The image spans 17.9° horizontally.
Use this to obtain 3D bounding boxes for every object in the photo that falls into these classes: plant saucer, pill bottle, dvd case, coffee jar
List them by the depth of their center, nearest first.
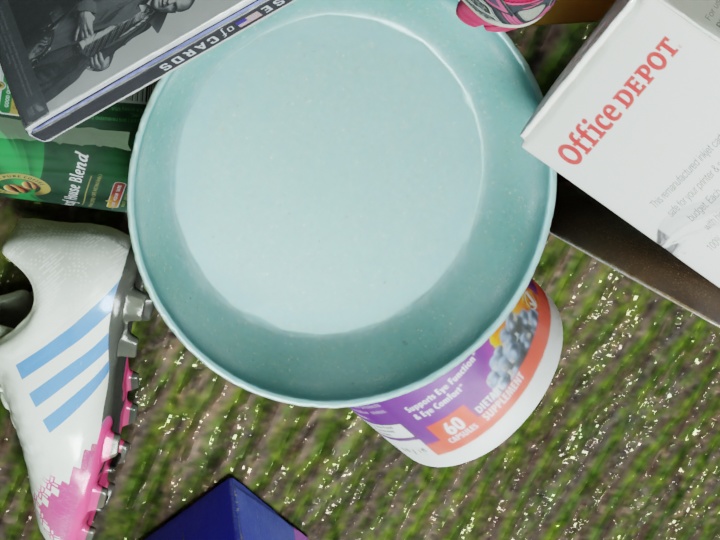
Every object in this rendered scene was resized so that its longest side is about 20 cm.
[{"bbox_3d":[-0.082,-0.167,0.981,0.199,0.151,0.025,-27,162,14],"label":"dvd case"},{"bbox_3d":[-0.010,-0.039,1.031,0.198,0.036,0.202,-4,105,-16],"label":"plant saucer"},{"bbox_3d":[-0.182,-0.081,1.052,0.198,0.086,0.104,7,165,-10],"label":"coffee jar"},{"bbox_3d":[0.164,0.006,1.117,0.199,0.200,0.032,27,93,-24],"label":"plant saucer"},{"bbox_3d":[0.000,0.000,1.129,0.111,0.112,0.200,-37,123,20],"label":"pill bottle"}]

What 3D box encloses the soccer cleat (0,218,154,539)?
[{"bbox_3d":[-0.159,0.056,1.191,0.086,0.070,0.201,15,123,2],"label":"soccer cleat"}]

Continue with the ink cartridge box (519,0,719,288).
[{"bbox_3d":[0.188,-0.055,0.976,0.199,0.083,0.147,35,151,-2],"label":"ink cartridge box"}]

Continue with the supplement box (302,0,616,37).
[{"bbox_3d":[0.069,-0.155,1.047,0.198,0.069,0.067,-2,134,-3],"label":"supplement box"}]

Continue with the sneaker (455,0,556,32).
[{"bbox_3d":[0.052,-0.203,0.964,0.080,0.075,0.202,-17,93,-4],"label":"sneaker"}]

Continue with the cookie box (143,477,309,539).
[{"bbox_3d":[-0.114,0.241,1.263,0.199,0.172,0.075,-36,126,20],"label":"cookie box"}]
